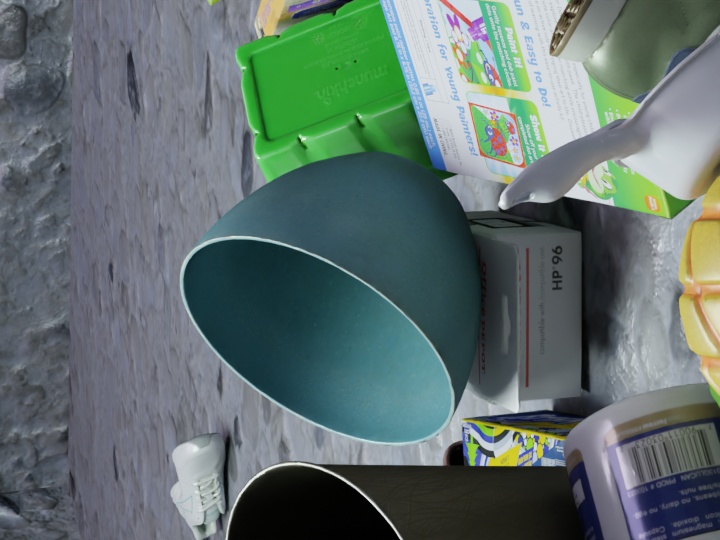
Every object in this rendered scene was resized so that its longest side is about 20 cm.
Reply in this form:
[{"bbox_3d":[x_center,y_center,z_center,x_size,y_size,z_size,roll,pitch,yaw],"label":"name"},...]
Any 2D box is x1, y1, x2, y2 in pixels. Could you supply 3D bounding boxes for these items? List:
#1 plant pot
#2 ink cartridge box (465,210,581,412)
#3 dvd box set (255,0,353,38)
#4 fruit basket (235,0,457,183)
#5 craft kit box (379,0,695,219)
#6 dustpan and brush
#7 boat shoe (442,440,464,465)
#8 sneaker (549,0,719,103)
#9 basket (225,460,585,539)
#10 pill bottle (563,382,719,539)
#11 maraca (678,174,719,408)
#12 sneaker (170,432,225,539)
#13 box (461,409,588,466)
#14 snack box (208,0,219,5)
[{"bbox_3d":[0.000,0.000,1.239,0.135,0.200,0.200,-58,-4,-31],"label":"plant pot"},{"bbox_3d":[0.101,0.025,1.297,0.200,0.068,0.116,-157,64,-72],"label":"ink cartridge box"},{"bbox_3d":[0.002,-0.209,1.356,0.200,0.146,0.029,144,108,-82],"label":"dvd box set"},{"bbox_3d":[0.026,-0.122,1.365,0.216,0.215,0.156,119,143,-62],"label":"fruit basket"},{"bbox_3d":[0.094,-0.138,1.080,0.197,0.048,0.200,19,137,49],"label":"craft kit box"},{"bbox_3d":[0.148,-0.069,0.885,0.057,0.200,0.140,44,151,13],"label":"dustpan and brush"},{"bbox_3d":[0.097,0.184,1.352,0.200,0.070,0.070,-138,41,-66],"label":"boat shoe"},{"bbox_3d":[0.185,-0.169,0.941,0.200,0.090,0.067,-56,7,10],"label":"sneaker"},{"bbox_3d":[0.054,0.173,1.051,0.180,0.200,0.136,34,115,42],"label":"basket"},{"bbox_3d":[0.183,0.170,0.994,0.111,0.111,0.200,118,144,-61],"label":"pill bottle"},{"bbox_3d":[0.203,0.025,0.889,0.137,0.107,0.200,-109,20,-57],"label":"maraca"},{"bbox_3d":[-0.197,0.274,2.392,0.200,0.070,0.080,99,150,-56],"label":"sneaker"},{"bbox_3d":[0.131,0.130,1.224,0.200,0.070,0.064,180,86,-73],"label":"box"},{"bbox_3d":[-0.038,-0.261,1.279,0.068,0.168,0.200,64,173,0],"label":"snack box"}]
